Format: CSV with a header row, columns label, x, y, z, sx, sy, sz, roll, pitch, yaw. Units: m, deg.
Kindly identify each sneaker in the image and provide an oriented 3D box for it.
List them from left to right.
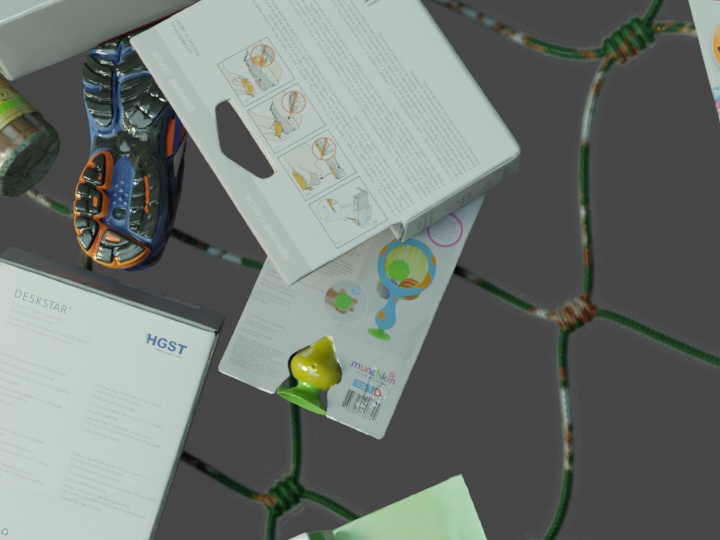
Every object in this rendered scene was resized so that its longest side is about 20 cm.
label,x,y,z,sx,sy,sz,roll,pitch,yaw
sneaker,-0.149,-0.091,1.764,0.075,0.078,0.201,8,74,11

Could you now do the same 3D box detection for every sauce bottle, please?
label,x,y,z,sx,sy,sz,roll,pitch,yaw
sauce bottle,-0.296,-0.134,1.829,0.200,0.065,0.065,41,103,17

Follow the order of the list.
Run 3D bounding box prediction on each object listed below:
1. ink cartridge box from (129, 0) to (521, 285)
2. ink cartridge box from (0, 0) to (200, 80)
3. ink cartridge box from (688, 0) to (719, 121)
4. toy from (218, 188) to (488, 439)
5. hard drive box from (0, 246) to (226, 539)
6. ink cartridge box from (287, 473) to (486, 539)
label,x,y,z,sx,sy,sz,roll,pitch,yaw
ink cartridge box,-0.023,-0.106,1.683,0.176,0.045,0.200,-30,74,-10
ink cartridge box,-0.208,-0.248,1.746,0.147,0.086,0.201,-22,67,0
ink cartridge box,0.293,-0.098,1.538,0.145,0.145,0.201,-18,81,22
toy,0.000,0.000,1.701,0.115,0.047,0.201,22,75,6
hard drive box,-0.193,0.105,1.746,0.155,0.077,0.201,19,97,-1
ink cartridge box,-0.002,0.235,1.707,0.199,0.048,0.146,-26,78,23
